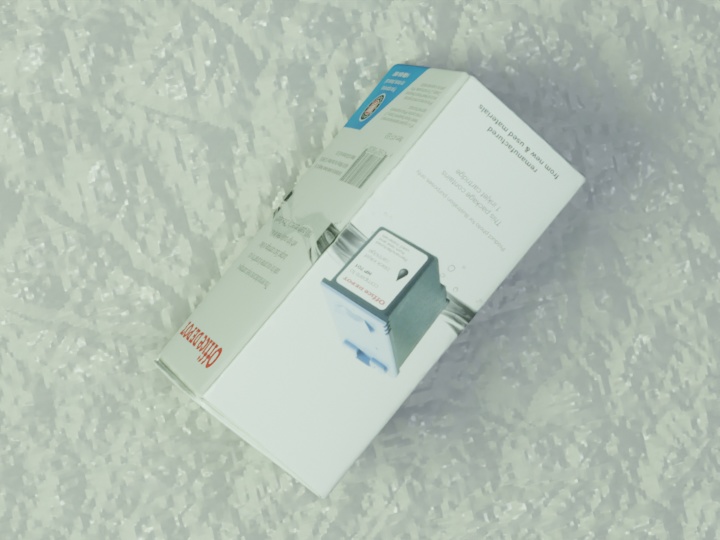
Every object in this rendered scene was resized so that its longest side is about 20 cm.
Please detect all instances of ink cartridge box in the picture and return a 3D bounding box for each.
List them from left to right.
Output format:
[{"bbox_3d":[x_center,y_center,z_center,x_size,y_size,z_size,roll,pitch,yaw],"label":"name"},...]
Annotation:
[{"bbox_3d":[0.000,0.000,1.232,0.086,0.146,0.200,39,87,-14],"label":"ink cartridge box"}]
